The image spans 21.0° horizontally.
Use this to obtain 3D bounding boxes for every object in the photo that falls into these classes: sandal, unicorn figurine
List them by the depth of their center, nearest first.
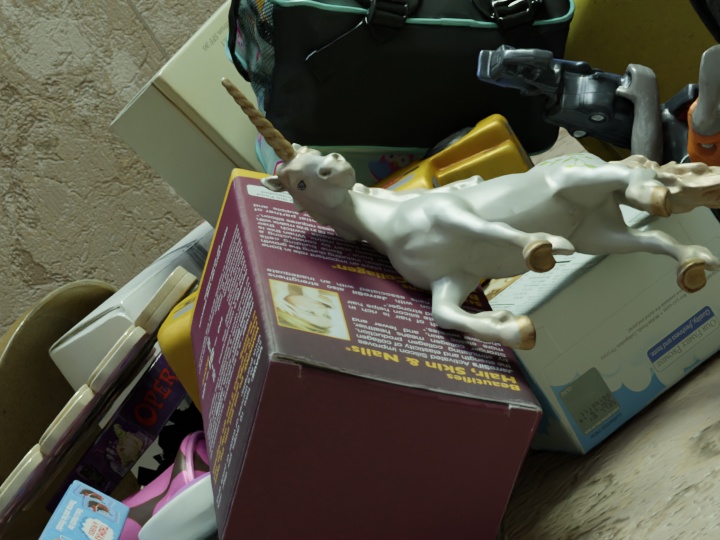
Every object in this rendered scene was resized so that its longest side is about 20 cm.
[{"bbox_3d":[0.054,-0.021,0.805,0.199,0.074,0.137,2,17,-31],"label":"unicorn figurine"},{"bbox_3d":[-0.045,0.083,0.925,0.082,0.050,0.203,-39,-7,22],"label":"sandal"}]

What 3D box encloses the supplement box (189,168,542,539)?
[{"bbox_3d":[-0.006,0.040,0.824,0.200,0.110,0.086,-108,33,-65],"label":"supplement box"}]

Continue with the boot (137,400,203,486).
[{"bbox_3d":[-0.038,0.050,1.087,0.198,0.073,0.163,-44,12,26],"label":"boot"}]

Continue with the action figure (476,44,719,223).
[{"bbox_3d":[0.152,-0.049,0.944,0.193,0.199,0.105,145,137,-73],"label":"action figure"}]

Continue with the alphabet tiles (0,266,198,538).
[{"bbox_3d":[-0.155,0.081,1.051,0.200,0.015,0.196,-52,0,-6],"label":"alphabet tiles"}]

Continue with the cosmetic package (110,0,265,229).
[{"bbox_3d":[-0.044,-0.062,1.196,0.073,0.200,0.104,-37,13,49],"label":"cosmetic package"}]

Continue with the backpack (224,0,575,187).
[{"bbox_3d":[0.012,-0.125,1.073,0.175,0.154,0.200,-3,34,-15],"label":"backpack"}]

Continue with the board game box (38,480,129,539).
[{"bbox_3d":[-0.156,0.187,0.846,0.152,0.037,0.200,-63,5,7],"label":"board game box"}]

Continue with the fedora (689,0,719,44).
[{"bbox_3d":[0.223,-0.137,0.907,0.200,0.201,0.092,-27,10,42],"label":"fedora"}]

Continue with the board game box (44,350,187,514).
[{"bbox_3d":[-0.098,0.046,1.089,0.200,0.032,0.120,-57,1,-42],"label":"board game box"}]

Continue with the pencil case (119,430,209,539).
[{"bbox_3d":[-0.137,0.161,1.007,0.200,0.091,0.094,-31,38,17],"label":"pencil case"}]

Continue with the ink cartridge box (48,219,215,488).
[{"bbox_3d":[-0.088,0.050,1.264,0.083,0.147,0.200,-29,8,38],"label":"ink cartridge box"}]

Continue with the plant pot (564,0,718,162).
[{"bbox_3d":[0.203,-0.142,1.134,0.200,0.194,0.196,-46,7,1],"label":"plant pot"}]

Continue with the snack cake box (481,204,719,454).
[{"bbox_3d":[0.093,0.027,0.933,0.115,0.067,0.200,-37,8,-15],"label":"snack cake box"}]

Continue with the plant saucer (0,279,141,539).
[{"bbox_3d":[-0.199,0.103,1.250,0.035,0.201,0.200,7,28,26],"label":"plant saucer"}]

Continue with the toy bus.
[{"bbox_3d":[0.000,0.000,0.976,0.200,0.065,0.078,-30,9,12],"label":"toy bus"}]
